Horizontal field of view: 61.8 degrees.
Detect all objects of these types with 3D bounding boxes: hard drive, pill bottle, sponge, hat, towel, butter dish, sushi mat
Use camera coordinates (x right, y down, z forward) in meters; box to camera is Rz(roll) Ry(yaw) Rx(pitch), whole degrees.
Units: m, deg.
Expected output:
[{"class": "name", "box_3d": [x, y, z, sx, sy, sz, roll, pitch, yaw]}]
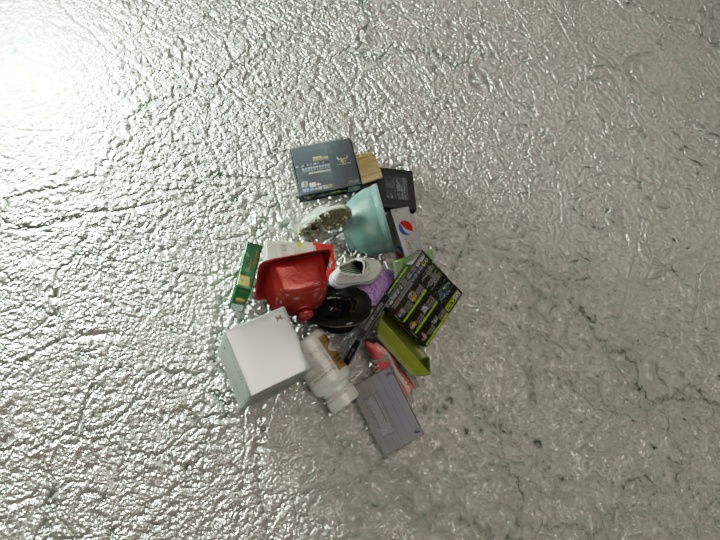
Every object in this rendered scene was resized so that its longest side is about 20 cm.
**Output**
[{"class": "hard drive", "box_3d": [0.076, -0.255, 1.893, 0.194, 0.033, 0.144, 3, 69, -20]}, {"class": "pill bottle", "box_3d": [-0.092, 0.267, 1.585, 0.113, 0.114, 0.202, -31, 83, -27]}, {"class": "sponge", "box_3d": [0.013, 0.052, 1.754, 0.194, 0.030, 0.115, 2, 70, -19]}, {"class": "hat", "box_3d": [-0.066, 0.121, 1.640, 0.194, 0.083, 0.203, 1, 36, -1]}, {"class": "towel", "box_3d": [0.172, 0.054, 1.769, 0.146, 0.030, 0.206, -16, 101, -25]}, {"class": "butter dish", "box_3d": [-0.159, 0.057, 1.531, 0.194, 0.202, 0.151, -12, 62, -22]}, {"class": "sushi mat", "box_3d": [-0.035, -0.299, 1.851, 0.195, 0.012, 0.098, -19, 73, -11]}]

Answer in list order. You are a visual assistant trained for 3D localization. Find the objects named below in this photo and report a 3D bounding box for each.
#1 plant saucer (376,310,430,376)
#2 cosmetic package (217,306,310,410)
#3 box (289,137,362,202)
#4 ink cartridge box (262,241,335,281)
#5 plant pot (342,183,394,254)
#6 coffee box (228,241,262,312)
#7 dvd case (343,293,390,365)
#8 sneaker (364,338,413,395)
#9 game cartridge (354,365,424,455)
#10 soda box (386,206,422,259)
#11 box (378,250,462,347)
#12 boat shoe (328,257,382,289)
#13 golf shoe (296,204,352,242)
[{"class": "plant saucer", "box_3d": [0.111, 0.206, 1.665, 0.048, 0.200, 0.200, -43, 89, 7]}, {"class": "cosmetic package", "box_3d": [-0.245, 0.221, 1.498, 0.163, 0.200, 0.171, -21, 77, -25]}, {"class": "box", "box_3d": [-0.105, -0.304, 1.812, 0.194, 0.051, 0.162, -11, 72, -10]}, {"class": "ink cartridge box", "box_3d": [-0.172, -0.014, 1.689, 0.194, 0.067, 0.120, 1, 70, -20]}, {"class": "plant pot", "box_3d": [0.012, -0.135, 1.751, 0.130, 0.201, 0.206, -15, 74, 4]}, {"class": "coffee box", "box_3d": [-0.298, 0.021, 1.554, 0.043, 0.200, 0.126, 15, 65, -12]}, {"class": "dvd case", "box_3d": [0.014, 0.161, 1.616, 0.024, 0.201, 0.152, 32, 62, 4]}, {"class": "sneaker", "box_3d": [0.065, 0.279, 1.650, 0.086, 0.073, 0.202, -39, 100, -19]}, {"class": "game cartridge", "box_3d": [0.070, 0.375, 1.610, 0.128, 0.038, 0.204, -29, 84, 14]}, {"class": "soda box", "box_3d": [0.137, -0.086, 1.834, 0.066, 0.064, 0.205, -11, 75, -23]}, {"class": "box", "box_3d": [0.176, 0.080, 1.737, 0.193, 0.047, 0.202, 43, 75, -22]}, {"class": "boat shoe", "box_3d": [0.000, 0.000, 1.692, 0.198, 0.067, 0.074, -24, 67, -44]}, {"class": "golf shoe", "box_3d": [-0.101, -0.159, 1.707, 0.078, 0.196, 0.099, 41, 45, -35]}]
